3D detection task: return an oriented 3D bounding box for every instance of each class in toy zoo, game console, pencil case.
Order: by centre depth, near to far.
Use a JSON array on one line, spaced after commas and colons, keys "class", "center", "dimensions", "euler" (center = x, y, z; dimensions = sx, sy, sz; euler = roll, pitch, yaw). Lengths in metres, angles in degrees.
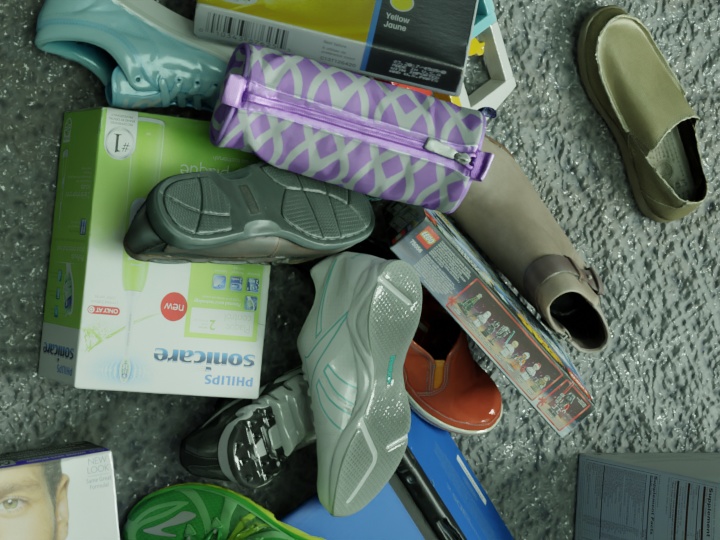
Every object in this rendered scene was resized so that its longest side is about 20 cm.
[{"class": "pencil case", "center": [-0.007, -0.098, 1.238], "dimensions": [0.200, 0.086, 0.084], "euler": [14, 100, -13]}, {"class": "toy zoo", "center": [0.061, -0.176, 1.396], "dimensions": [0.131, 0.020, 0.200], "euler": [-39, 124, -32]}, {"class": "game console", "center": [0.033, 0.221, 1.398], "dimensions": [0.118, 0.171, 0.200], "euler": [-25, 108, 18]}]

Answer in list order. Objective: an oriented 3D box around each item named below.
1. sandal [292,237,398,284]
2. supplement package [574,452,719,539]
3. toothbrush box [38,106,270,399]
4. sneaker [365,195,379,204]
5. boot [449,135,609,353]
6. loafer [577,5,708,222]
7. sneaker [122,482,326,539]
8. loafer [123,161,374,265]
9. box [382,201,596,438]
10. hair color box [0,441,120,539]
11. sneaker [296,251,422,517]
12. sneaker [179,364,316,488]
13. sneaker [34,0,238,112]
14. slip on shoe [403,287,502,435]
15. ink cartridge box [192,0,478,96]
[{"class": "sandal", "center": [-0.001, 0.000, 1.389], "dimensions": [0.200, 0.043, 0.076], "euler": [34, 76, -25]}, {"class": "supplement package", "center": [0.313, 0.235, 1.475], "dimensions": [0.191, 0.200, 0.147], "euler": [2, 91, -27]}, {"class": "toothbrush box", "center": [-0.146, -0.012, 1.289], "dimensions": [0.145, 0.086, 0.200], "euler": [7, 90, -29]}, {"class": "sneaker", "center": [-0.037, -0.136, 1.340], "dimensions": [0.075, 0.079, 0.200], "euler": [-27, 83, -35]}, {"class": "boot", "center": [0.128, -0.021, 1.383], "dimensions": [0.070, 0.146, 0.200], "euler": [-41, 132, 13]}, {"class": "loafer", "center": [0.251, -0.136, 1.503], "dimensions": [0.076, 0.067, 0.200], "euler": [-33, 106, -23]}, {"class": "sneaker", "center": [-0.090, 0.211, 1.277], "dimensions": [0.084, 0.200, 0.074], "euler": [-21, 124, -64]}, {"class": "loafer", "center": [-0.080, -0.036, 1.249], "dimensions": [0.200, 0.063, 0.072], "euler": [-1, 64, -43]}, {"class": "box", "center": [0.097, 0.028, 1.363], "dimensions": [0.040, 0.137, 0.200], "euler": [-41, 101, 7]}, {"class": "hair color box", "center": [-0.230, 0.232, 1.266], "dimensions": [0.109, 0.065, 0.200], "euler": [-7, 94, -27]}, {"class": "sneaker", "center": [-0.007, 0.082, 1.295], "dimensions": [0.070, 0.080, 0.201], "euler": [-4, 107, -48]}, {"class": "sneaker", "center": [-0.066, 0.110, 1.346], "dimensions": [0.200, 0.090, 0.067], "euler": [-28, 107, -51]}, {"class": "sneaker", "center": [-0.145, -0.141, 1.277], "dimensions": [0.200, 0.074, 0.082], "euler": [28, 70, -4]}, {"class": "slip on shoe", "center": [0.059, 0.065, 1.370], "dimensions": [0.200, 0.061, 0.074], "euler": [48, 45, -37]}, {"class": "ink cartridge box", "center": [-0.005, -0.235, 1.291], "dimensions": [0.197, 0.047, 0.200], "euler": [12, 60, -1]}]
